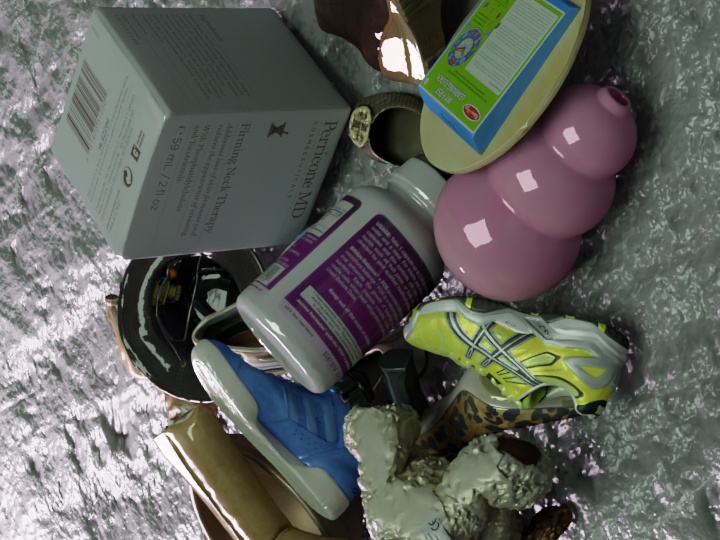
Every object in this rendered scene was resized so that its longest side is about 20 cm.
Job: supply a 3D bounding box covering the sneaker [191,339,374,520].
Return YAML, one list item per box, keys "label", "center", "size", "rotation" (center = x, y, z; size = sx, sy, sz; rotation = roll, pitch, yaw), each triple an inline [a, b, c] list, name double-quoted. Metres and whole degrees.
- label: "sneaker"
  center: [-0.053, 0.113, 1.677]
  size: [0.200, 0.111, 0.077]
  rotation: [48, 164, -9]

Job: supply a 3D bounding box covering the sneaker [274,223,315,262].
- label: "sneaker"
  center: [-0.015, -0.027, 1.743]
  size: [0.200, 0.072, 0.073]
  rotation: [-33, 42, 38]

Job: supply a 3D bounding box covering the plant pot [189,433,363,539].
- label: "plant pot"
  center: [-0.064, 0.228, 1.808]
  size: [0.200, 0.093, 0.202]
  rotation: [29, 138, 30]

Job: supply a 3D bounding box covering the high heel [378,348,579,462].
- label: "high heel"
  center: [0.118, 0.138, 1.656]
  size: [0.199, 0.072, 0.143]
  rotation: [8, 134, 30]

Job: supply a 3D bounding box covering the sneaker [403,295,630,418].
- label: "sneaker"
  center: [0.120, 0.071, 1.563]
  size: [0.199, 0.075, 0.077]
  rotation: [8, 78, 32]

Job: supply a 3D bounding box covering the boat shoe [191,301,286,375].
- label: "boat shoe"
  center: [-0.064, 0.052, 1.727]
  size: [0.199, 0.068, 0.075]
  rotation: [-22, 54, 27]

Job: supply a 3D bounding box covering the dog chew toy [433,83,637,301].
- label: "dog chew toy"
  center: [0.146, -0.069, 1.519]
  size: [0.200, 0.124, 0.125]
  rotation: [-51, 61, 32]

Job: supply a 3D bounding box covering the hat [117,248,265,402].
- label: "hat"
  center: [-0.145, 0.038, 1.878]
  size: [0.199, 0.081, 0.202]
  rotation: [-2, 87, 36]

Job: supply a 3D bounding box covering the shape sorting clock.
- label: "shape sorting clock"
  center: [0.116, -0.166, 1.522]
  size: [0.200, 0.039, 0.201]
  rotation: [-39, 32, 30]

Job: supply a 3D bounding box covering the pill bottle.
- label: "pill bottle"
  center: [0.000, 0.000, 1.612]
  size: [0.112, 0.200, 0.112]
  rotation: [45, 169, 11]

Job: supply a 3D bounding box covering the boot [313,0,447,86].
- label: "boot"
  center: [0.005, -0.258, 1.627]
  size: [0.166, 0.072, 0.201]
  rotation: [35, 147, 39]

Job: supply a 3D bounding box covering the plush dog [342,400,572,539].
- label: "plush dog"
  center: [0.080, 0.213, 1.614]
  size: [0.199, 0.172, 0.162]
  rotation: [12, 80, 34]

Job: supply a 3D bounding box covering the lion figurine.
- label: "lion figurine"
  center: [-0.207, 0.102, 1.989]
  size: [0.200, 0.072, 0.123]
  rotation: [44, 142, 50]

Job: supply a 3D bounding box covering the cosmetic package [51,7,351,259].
- label: "cosmetic package"
  center: [-0.150, -0.131, 1.751]
  size: [0.167, 0.199, 0.168]
  rotation: [53, 134, 36]

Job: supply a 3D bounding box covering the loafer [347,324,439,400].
- label: "loafer"
  center: [-0.007, 0.109, 1.761]
  size: [0.200, 0.063, 0.072]
  rotation: [-42, 68, 44]

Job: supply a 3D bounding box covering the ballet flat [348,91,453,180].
- label: "ballet flat"
  center: [0.053, -0.111, 1.660]
  size: [0.199, 0.046, 0.068]
  rotation: [26, 116, 42]

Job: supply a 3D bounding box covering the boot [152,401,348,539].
- label: "boot"
  center: [-0.095, 0.206, 1.690]
  size: [0.201, 0.066, 0.175]
  rotation: [55, 147, 0]
